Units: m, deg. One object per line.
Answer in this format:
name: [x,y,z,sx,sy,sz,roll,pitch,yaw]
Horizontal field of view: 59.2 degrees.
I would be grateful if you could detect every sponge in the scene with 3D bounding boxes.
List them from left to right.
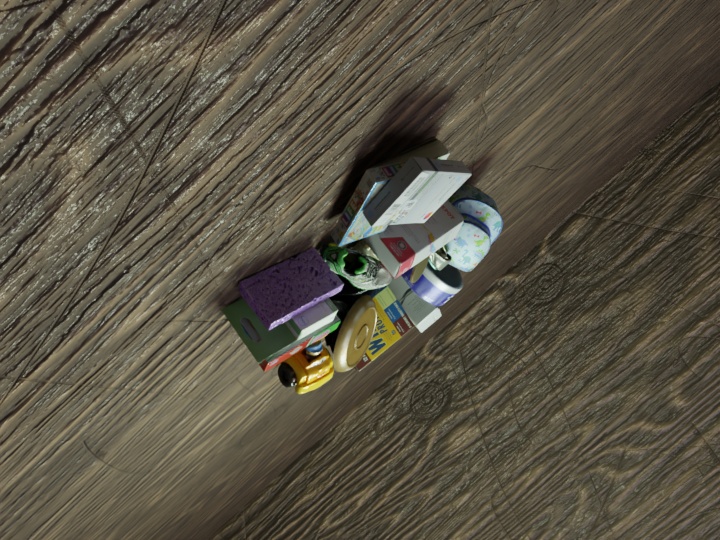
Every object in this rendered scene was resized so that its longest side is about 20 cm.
sponge: [-0.141,0.034,1.302,0.198,0.112,0.030,-27,159,-37]

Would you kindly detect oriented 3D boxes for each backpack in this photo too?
backpack: [0.282,-0.110,1.706,0.201,0.181,0.148,-54,-162,28]

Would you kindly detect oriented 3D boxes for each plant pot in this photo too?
plant pot: [-0.006,0.160,1.562,0.201,0.027,0.202,-51,153,-39]

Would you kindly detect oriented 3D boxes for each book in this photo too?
book: [0.084,-0.192,1.343,0.198,0.048,0.134,-28,160,-32]

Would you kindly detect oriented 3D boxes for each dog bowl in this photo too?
dog bowl: [0.193,-0.002,1.782,0.079,0.201,0.199,-44,163,26]

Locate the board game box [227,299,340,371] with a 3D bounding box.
board game box: [-0.164,0.101,1.354,0.198,0.154,0.041,-27,160,-33]

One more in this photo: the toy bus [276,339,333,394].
toy bus: [-0.137,0.151,1.475,0.134,0.200,0.194,-20,147,-42]

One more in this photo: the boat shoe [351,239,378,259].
boat shoe: [0.064,-0.068,1.567,0.198,0.074,0.063,-11,150,-43]

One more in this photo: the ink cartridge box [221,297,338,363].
ink cartridge box: [-0.165,0.081,1.308,0.198,0.146,0.048,-27,158,-36]

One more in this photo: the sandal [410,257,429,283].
sandal: [0.143,-0.068,1.545,0.214,0.069,0.078,-60,159,-22]

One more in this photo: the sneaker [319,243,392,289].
sneaker: [0.000,0.000,1.423,0.198,0.085,0.080,18,88,-40]

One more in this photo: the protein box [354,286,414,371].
protein box: [0.011,0.151,1.762,0.197,0.136,0.200,-37,-171,-10]

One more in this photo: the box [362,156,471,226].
box: [0.115,-0.154,1.254,0.198,0.042,0.156,-8,149,-52]

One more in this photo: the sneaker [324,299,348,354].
sneaker: [-0.062,0.138,1.538,0.074,0.092,0.201,-4,149,12]

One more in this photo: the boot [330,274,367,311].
boot: [-0.034,0.055,1.587,0.195,0.075,0.162,-21,159,11]

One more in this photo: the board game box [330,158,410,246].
board game box: [0.032,-0.136,1.275,0.133,0.034,0.201,-20,157,-37]

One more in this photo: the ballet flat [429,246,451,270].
ballet flat: [0.165,-0.080,1.616,0.063,0.068,0.200,-34,124,19]

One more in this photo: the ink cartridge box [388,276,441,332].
ink cartridge box: [0.139,0.071,1.846,0.083,0.201,0.145,-39,163,0]

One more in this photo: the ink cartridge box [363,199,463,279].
ink cartridge box: [0.116,-0.100,1.463,0.198,0.148,0.086,-32,161,-23]
